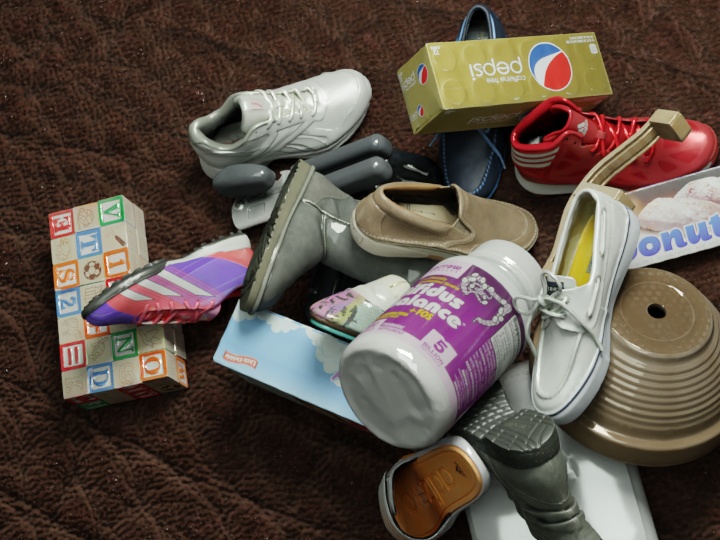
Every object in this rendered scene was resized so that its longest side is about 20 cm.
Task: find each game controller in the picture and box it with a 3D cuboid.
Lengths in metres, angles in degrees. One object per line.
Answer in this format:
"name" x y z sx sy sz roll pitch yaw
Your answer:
"game controller" 0.014 -0.027 1.575 0.103 0.042 0.202 15 79 4

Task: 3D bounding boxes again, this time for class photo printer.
"photo printer" 0.170 0.182 1.448 0.165 0.069 0.202 -16 71 10

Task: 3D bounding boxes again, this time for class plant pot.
"plant pot" 0.254 0.065 1.398 0.198 0.093 0.202 4 49 -5

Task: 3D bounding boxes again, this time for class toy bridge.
"toy bridge" 0.222 -0.064 1.441 0.201 0.027 0.067 -53 29 -9

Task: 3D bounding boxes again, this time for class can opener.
"can opener" -0.059 -0.089 1.575 0.198 0.066 0.053 -15 60 29

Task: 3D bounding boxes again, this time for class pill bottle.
"pill bottle" 0.079 0.057 1.372 0.112 0.113 0.200 30 46 21

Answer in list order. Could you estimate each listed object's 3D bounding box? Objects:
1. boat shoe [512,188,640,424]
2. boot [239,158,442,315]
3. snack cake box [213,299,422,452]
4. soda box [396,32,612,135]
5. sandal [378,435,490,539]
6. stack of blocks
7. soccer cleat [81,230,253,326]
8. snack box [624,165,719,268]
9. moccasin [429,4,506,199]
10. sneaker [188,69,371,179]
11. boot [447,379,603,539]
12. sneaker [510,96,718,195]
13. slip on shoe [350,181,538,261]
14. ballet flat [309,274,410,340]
"boat shoe" 0.175 0.024 1.333 0.074 0.086 0.204 8 74 49
"boot" 0.000 0.000 1.499 0.199 0.073 0.183 29 65 -11
"snack cake box" -0.028 0.103 1.502 0.198 0.115 0.068 21 81 20
"soda box" 0.138 -0.179 1.500 0.198 0.064 0.068 -9 76 -28
"sandal" 0.051 0.202 1.406 0.059 0.207 0.080 -30 78 -26
"stack of blocks" -0.249 0.030 1.615 0.114 0.059 0.202 -13 71 12
"soccer cleat" -0.180 0.024 1.546 0.199 0.068 0.074 -23 86 -37
"snack box" 0.321 -0.056 1.487 0.198 0.024 0.073 -16 92 11
"moccasin" 0.105 -0.168 1.567 0.079 0.068 0.202 -3 74 15
"sneaker" -0.084 -0.153 1.599 0.198 0.099 0.079 -25 69 8
"boot" 0.132 0.176 1.373 0.067 0.200 0.132 -29 111 -13
"sneaker" 0.237 -0.118 1.490 0.198 0.116 0.079 -10 72 13
"slip on shoe" 0.088 -0.050 1.485 0.198 0.061 0.077 5 49 -24
"ballet flat" 0.041 0.047 1.452 0.072 0.199 0.069 -61 34 7
